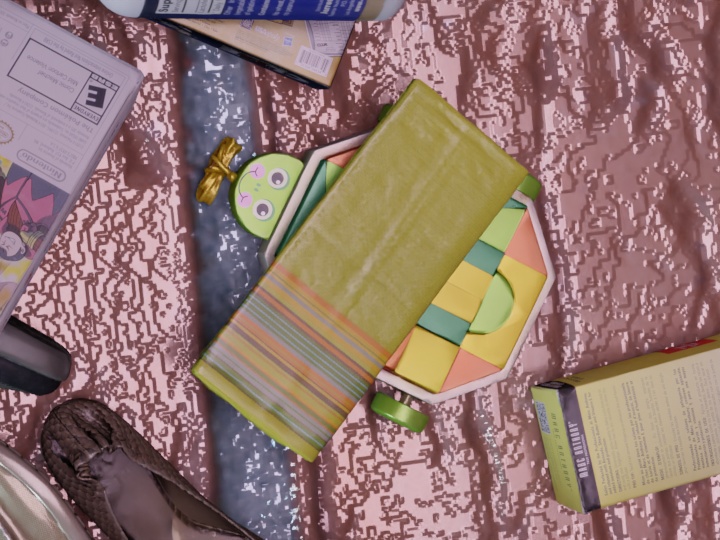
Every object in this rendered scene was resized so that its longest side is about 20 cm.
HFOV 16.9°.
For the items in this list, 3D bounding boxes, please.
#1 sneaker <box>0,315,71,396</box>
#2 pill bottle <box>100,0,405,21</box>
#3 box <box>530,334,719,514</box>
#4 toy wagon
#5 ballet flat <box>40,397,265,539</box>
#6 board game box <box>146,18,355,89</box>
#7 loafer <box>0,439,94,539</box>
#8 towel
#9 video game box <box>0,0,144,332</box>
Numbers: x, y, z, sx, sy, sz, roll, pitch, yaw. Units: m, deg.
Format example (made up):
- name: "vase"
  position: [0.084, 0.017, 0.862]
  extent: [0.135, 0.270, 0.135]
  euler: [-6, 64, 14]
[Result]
- name: "sneaker"
  position: [-0.254, 0.052, 1.250]
  extent: [0.199, 0.076, 0.115]
  euler: [16, 91, -11]
- name: "pill bottle"
  position: [-0.077, -0.185, 1.222]
  extent: [0.199, 0.116, 0.116]
  euler: [0, 93, -13]
- name: "box"
  position: [0.202, 0.075, 1.372]
  extent: [0.199, 0.050, 0.076]
  euler: [-15, 96, -12]
- name: "toy wagon"
  position: [0.005, -0.011, 1.325]
  extent: [0.200, 0.040, 0.156]
  euler: [27, 86, -13]
- name: "ballet flat"
  position: [-0.095, 0.145, 1.305]
  extent: [0.067, 0.046, 0.200]
  euler: [-44, 101, -7]
- name: "board game box"
  position: [-0.085, -0.196, 1.297]
  extent: [0.199, 0.035, 0.136]
  euler: [22, 88, -13]
- name: "loafer"
  position: [-0.168, 0.162, 1.274]
  extent: [0.068, 0.076, 0.200]
  euler: [-41, 102, -14]
- name: "towel"
  position: [0.000, 0.000, 1.298]
  extent: [0.086, 0.018, 0.200]
  euler: [39, 83, -17]
- name: "video game box"
  position: [-0.238, -0.067, 1.219]
  extent: [0.200, 0.047, 0.183]
  euler: [29, 66, -1]
